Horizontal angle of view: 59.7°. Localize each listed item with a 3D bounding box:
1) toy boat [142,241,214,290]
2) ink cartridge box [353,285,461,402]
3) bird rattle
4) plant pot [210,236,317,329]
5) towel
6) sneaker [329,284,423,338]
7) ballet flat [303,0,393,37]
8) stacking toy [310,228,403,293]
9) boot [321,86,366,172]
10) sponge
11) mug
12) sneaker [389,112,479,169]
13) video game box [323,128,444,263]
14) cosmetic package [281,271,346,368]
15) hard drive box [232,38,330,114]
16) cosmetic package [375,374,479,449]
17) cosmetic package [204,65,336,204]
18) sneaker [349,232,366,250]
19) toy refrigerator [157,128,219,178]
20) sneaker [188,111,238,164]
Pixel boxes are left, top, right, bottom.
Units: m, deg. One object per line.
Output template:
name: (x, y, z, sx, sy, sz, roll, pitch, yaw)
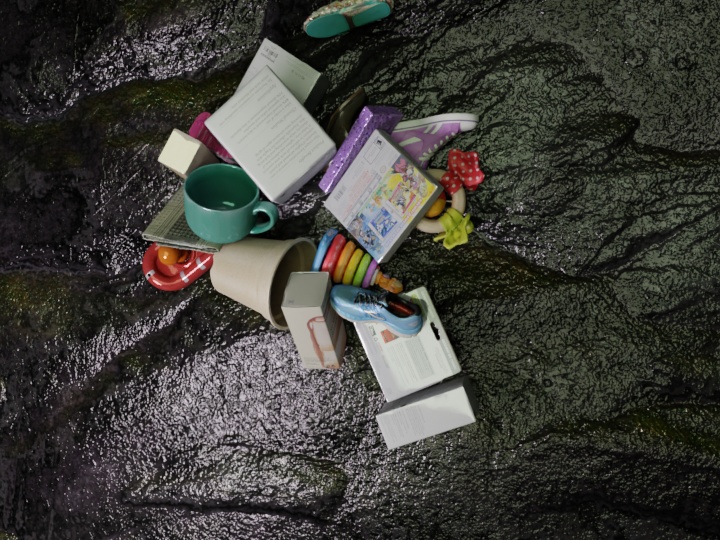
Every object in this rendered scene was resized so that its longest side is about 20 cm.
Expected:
toy boat: (-0.417, -0.039, 1.433, 0.200, 0.131, 0.131, -37, 84, 13)
ink cartridge box: (0.102, 0.150, 1.339, 0.175, 0.084, 0.201, -23, 88, 13)
bird rattle: (0.168, -0.147, 1.275, 0.162, 0.113, 0.202, 2, 99, -4)
plant pot: (-0.217, 0.008, 1.369, 0.182, 0.200, 0.202, 15, 97, 24)
towel: (-0.359, -0.113, 1.400, 0.191, 0.201, 0.035, 11, 134, 13)
sneaker: (0.035, 0.062, 1.251, 0.198, 0.090, 0.079, 16, 56, 5)
ballet flat: (-0.025, -0.552, 1.344, 0.198, 0.076, 0.064, -10, 60, 10)
stacking toy: (0.000, 0.000, 1.344, 0.199, 0.116, 0.110, 23, 112, 4)
boot: (-0.029, -0.292, 1.358, 0.097, 0.075, 0.200, 40, 111, -3)
sponge: (0.000, -0.249, 1.296, 0.030, 0.111, 0.200, 47, 122, 18)
mug: (-0.278, -0.121, 1.299, 0.185, 0.151, 0.115, 45, 143, 27)
sneaker: (0.154, -0.262, 1.310, 0.199, 0.073, 0.115, -6, 93, 25)
video game box: (0.044, -0.149, 1.269, 0.182, 0.047, 0.200, 49, 117, 21)
cosmetic package: (-0.093, 0.108, 1.324, 0.087, 0.104, 0.201, -2, 135, 13)
hard drive box: (-0.186, -0.375, 1.381, 0.155, 0.077, 0.201, 35, 101, 10)
cosmetic package: (0.144, 0.297, 1.325, 0.199, 0.113, 0.082, -24, 88, 13)
cosmetic package: (-0.171, -0.261, 1.254, 0.167, 0.166, 0.200, -40, 94, 1)
sneaker: (0.071, -0.121, 1.349, 0.200, 0.071, 0.076, -40, 104, 15)
toy refrigerator: (-0.368, -0.238, 1.356, 0.070, 0.200, 0.076, 28, 88, -2)
sneaker: (-0.311, -0.288, 1.418, 0.200, 0.088, 0.082, 36, 93, 32)
